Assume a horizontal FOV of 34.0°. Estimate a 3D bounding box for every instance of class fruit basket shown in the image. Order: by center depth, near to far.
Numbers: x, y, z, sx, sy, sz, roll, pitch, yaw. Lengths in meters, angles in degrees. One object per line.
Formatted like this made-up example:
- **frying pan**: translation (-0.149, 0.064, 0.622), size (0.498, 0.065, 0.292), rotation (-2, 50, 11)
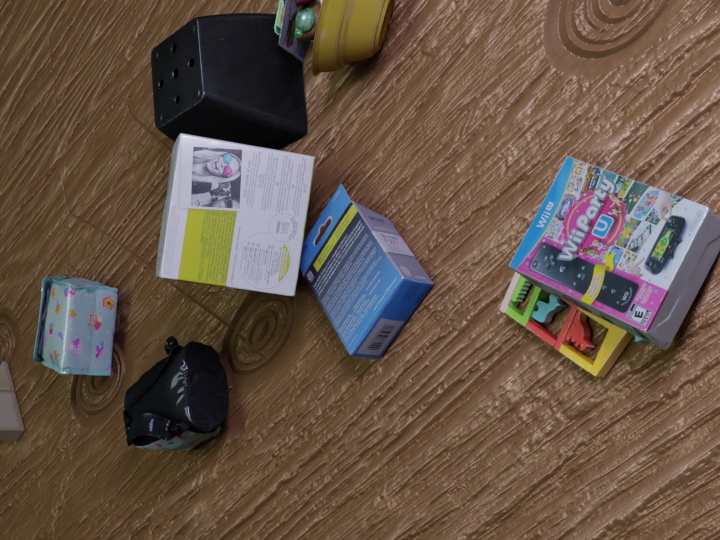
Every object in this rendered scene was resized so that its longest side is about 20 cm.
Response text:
- **fruit basket**: translation (-0.074, -0.402, 1.700), size (0.200, 0.093, 0.188), rotation (-50, -28, -86)

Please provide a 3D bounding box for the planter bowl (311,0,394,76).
- **planter bowl**: translation (-0.001, -0.361, 1.650), size (0.082, 0.200, 0.203), rotation (15, 98, 3)

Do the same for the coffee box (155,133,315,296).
- **coffee box**: translation (-0.185, -0.076, 1.713), size (0.200, 0.195, 0.203), rotation (-173, 91, -78)

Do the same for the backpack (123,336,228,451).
- **backpack**: translation (-0.298, 0.220, 1.897), size (0.199, 0.126, 0.169), rotation (-34, 49, 41)

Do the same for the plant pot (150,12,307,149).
- **plant pot**: translation (-0.217, -0.288, 1.843), size (0.198, 0.176, 0.203), rotation (-21, 70, 45)

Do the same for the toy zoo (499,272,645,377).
- **toy zoo**: translation (0.257, 0.034, 1.379), size (0.200, 0.020, 0.132), rotation (37, 111, 44)

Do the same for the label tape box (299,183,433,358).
- **label tape box**: translation (0.000, 0.000, 1.642), size (0.144, 0.066, 0.201), rotation (-56, 45, 27)

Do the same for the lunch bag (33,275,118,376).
- **lunch bag**: translation (-0.535, 0.099, 2.187), size (0.199, 0.121, 0.173), rotation (10, 94, 56)

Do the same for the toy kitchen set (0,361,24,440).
- **toy kitchen set**: translation (-0.831, 0.313, 2.452), size (0.200, 0.162, 0.182), rotation (-50, 51, 32)

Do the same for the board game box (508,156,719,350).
- **board game box**: translation (0.282, -0.023, 1.303), size (0.199, 0.064, 0.149), rotation (28, 89, 45)
